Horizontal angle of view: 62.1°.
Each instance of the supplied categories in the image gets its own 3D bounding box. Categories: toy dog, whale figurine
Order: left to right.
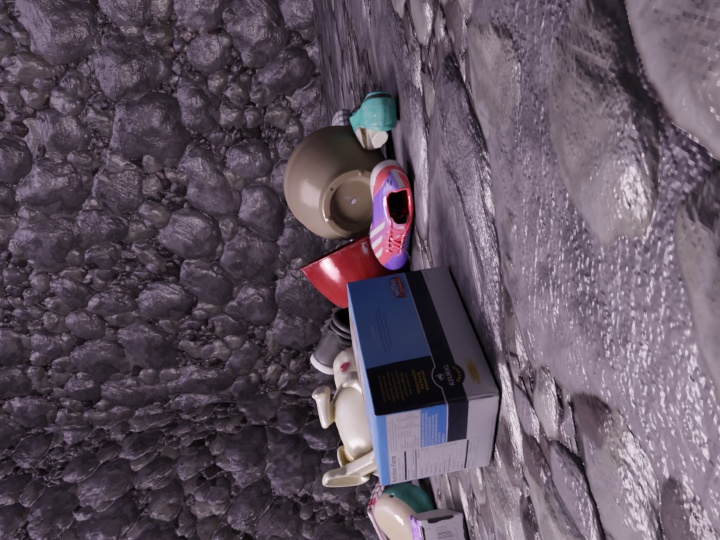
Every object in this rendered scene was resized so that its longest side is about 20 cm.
[{"bbox_3d":[0.021,0.201,0.902,0.139,0.192,0.203,-41,50,36],"label":"toy dog"},{"bbox_3d":[0.113,0.522,1.222,0.158,0.104,0.202,-5,120,50],"label":"whale figurine"}]

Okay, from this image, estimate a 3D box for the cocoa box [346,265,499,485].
[{"bbox_3d":[0.063,0.114,0.687,0.202,0.129,0.135,-104,6,-49],"label":"cocoa box"}]

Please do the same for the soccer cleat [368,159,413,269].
[{"bbox_3d":[0.052,-0.069,0.931,0.074,0.067,0.202,-116,17,-47],"label":"soccer cleat"}]

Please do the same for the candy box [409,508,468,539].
[{"bbox_3d":[0.133,0.484,0.925,0.168,0.070,0.204,93,168,-70],"label":"candy box"}]

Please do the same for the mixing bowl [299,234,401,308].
[{"bbox_3d":[0.000,0.000,1.083,0.110,0.198,0.200,63,177,-3],"label":"mixing bowl"}]

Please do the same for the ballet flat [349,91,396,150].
[{"bbox_3d":[0.018,-0.233,0.972,0.200,0.066,0.072,-149,58,-83],"label":"ballet flat"}]

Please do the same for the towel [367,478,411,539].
[{"bbox_3d":[0.069,0.489,1.337,0.201,0.029,0.148,-60,-37,-40],"label":"towel"}]

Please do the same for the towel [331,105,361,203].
[{"bbox_3d":[-0.007,-0.232,1.273,0.200,0.084,0.169,112,147,-79],"label":"towel"}]

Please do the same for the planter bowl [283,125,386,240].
[{"bbox_3d":[-0.026,-0.136,1.045,0.135,0.197,0.203,-125,24,-58],"label":"planter bowl"}]

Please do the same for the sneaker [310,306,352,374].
[{"bbox_3d":[-0.004,0.110,1.033,0.100,0.070,0.199,-61,-21,18],"label":"sneaker"}]
